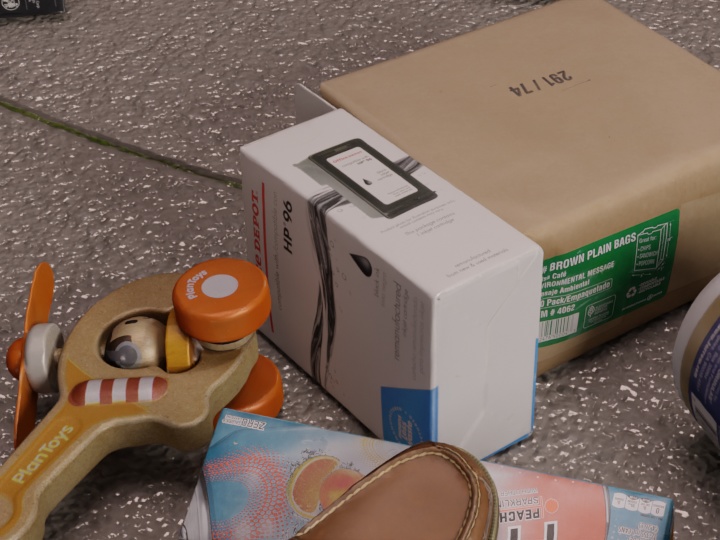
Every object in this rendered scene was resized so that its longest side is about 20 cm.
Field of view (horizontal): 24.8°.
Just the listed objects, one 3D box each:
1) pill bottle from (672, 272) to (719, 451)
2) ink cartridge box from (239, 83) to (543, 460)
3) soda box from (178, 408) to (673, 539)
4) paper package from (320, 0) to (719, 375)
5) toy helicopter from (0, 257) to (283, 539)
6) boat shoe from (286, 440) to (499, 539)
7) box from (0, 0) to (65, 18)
[{"bbox_3d":[0.229,0.081,0.706,0.111,0.111,0.200,-14,38,-15],"label":"pill bottle"},{"bbox_3d":[0.000,0.000,0.821,0.068,0.116,0.200,-23,41,-28],"label":"ink cartridge box"},{"bbox_3d":[0.030,0.116,0.690,0.199,0.068,0.064,9,63,15],"label":"soda box"},{"bbox_3d":[0.104,-0.053,0.898,0.199,0.104,0.191,-22,41,-25],"label":"paper package"},{"bbox_3d":[-0.134,0.065,0.777,0.132,0.079,0.200,18,45,25],"label":"toy helicopter"},{"bbox_3d":[-0.021,0.140,0.612,0.072,0.068,0.200,35,75,26],"label":"boat shoe"},{"bbox_3d":[-0.275,-0.282,1.205,0.105,0.123,0.200,-6,37,-5],"label":"box"}]
